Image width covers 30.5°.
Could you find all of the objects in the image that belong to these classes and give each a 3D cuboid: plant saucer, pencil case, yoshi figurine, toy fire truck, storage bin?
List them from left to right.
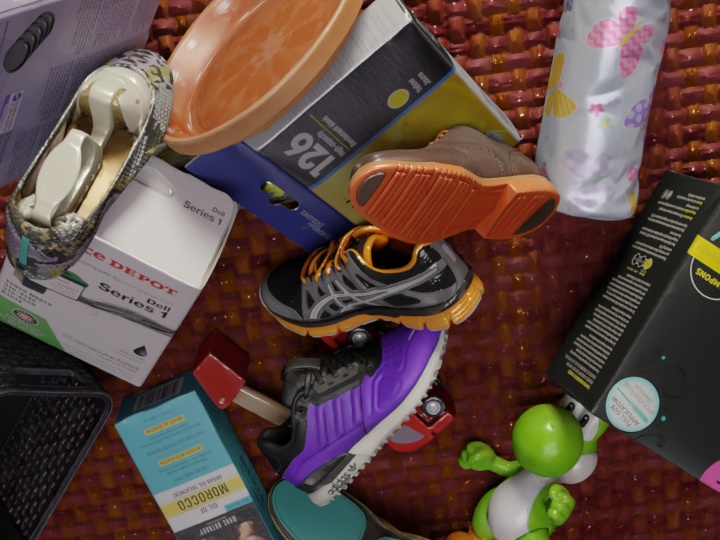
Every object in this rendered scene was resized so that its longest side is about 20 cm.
[{"bbox_3d":[-0.314,0.148,1.095,0.134,0.094,0.201,8,119,-52],"label":"storage bin"},{"bbox_3d":[-0.071,-0.163,0.957,0.200,0.201,0.032,-39,124,14],"label":"plant saucer"},{"bbox_3d":[-0.030,0.100,1.136,0.141,0.049,0.200,-43,106,15],"label":"toy fire truck"},{"bbox_3d":[0.141,0.187,1.142,0.111,0.112,0.202,26,106,-3],"label":"yoshi figurine"},{"bbox_3d":[0.191,-0.140,1.026,0.089,0.083,0.203,0,112,-13],"label":"pencil case"}]

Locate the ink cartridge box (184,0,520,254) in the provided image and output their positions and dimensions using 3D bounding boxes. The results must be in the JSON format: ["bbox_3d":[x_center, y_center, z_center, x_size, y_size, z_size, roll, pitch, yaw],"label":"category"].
[{"bbox_3d":[0.000,-0.091,1.008,0.199,0.047,0.197,-40,146,11],"label":"ink cartridge box"}]

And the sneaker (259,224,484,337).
[{"bbox_3d":[0.000,0.000,1.053,0.198,0.079,0.078,-5,133,31],"label":"sneaker"}]

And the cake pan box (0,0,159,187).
[{"bbox_3d":[-0.235,-0.140,0.944,0.052,0.183,0.201,45,135,14],"label":"cake pan box"}]

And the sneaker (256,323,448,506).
[{"bbox_3d":[-0.013,0.095,1.070,0.099,0.070,0.201,35,107,-11],"label":"sneaker"}]

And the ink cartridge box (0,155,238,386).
[{"bbox_3d":[-0.196,-0.008,1.022,0.145,0.085,0.200,26,148,-9],"label":"ink cartridge box"}]

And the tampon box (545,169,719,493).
[{"bbox_3d":[0.272,0.049,1.052,0.149,0.126,0.202,30,94,-12],"label":"tampon box"}]

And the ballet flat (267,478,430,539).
[{"bbox_3d":[0.006,0.249,1.177,0.198,0.071,0.072,24,112,16],"label":"ballet flat"}]

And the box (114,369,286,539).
[{"bbox_3d":[-0.136,0.193,1.171,0.081,0.049,0.202,-22,109,8],"label":"box"}]

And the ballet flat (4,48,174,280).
[{"bbox_3d":[-0.181,-0.088,0.904,0.071,0.202,0.072,18,151,10],"label":"ballet flat"}]

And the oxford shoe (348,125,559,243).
[{"bbox_3d":[0.060,-0.068,0.979,0.198,0.073,0.071,5,136,-44],"label":"oxford shoe"}]

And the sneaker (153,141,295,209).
[{"bbox_3d":[-0.085,-0.077,1.052,0.197,0.077,0.076,-15,109,4],"label":"sneaker"}]
